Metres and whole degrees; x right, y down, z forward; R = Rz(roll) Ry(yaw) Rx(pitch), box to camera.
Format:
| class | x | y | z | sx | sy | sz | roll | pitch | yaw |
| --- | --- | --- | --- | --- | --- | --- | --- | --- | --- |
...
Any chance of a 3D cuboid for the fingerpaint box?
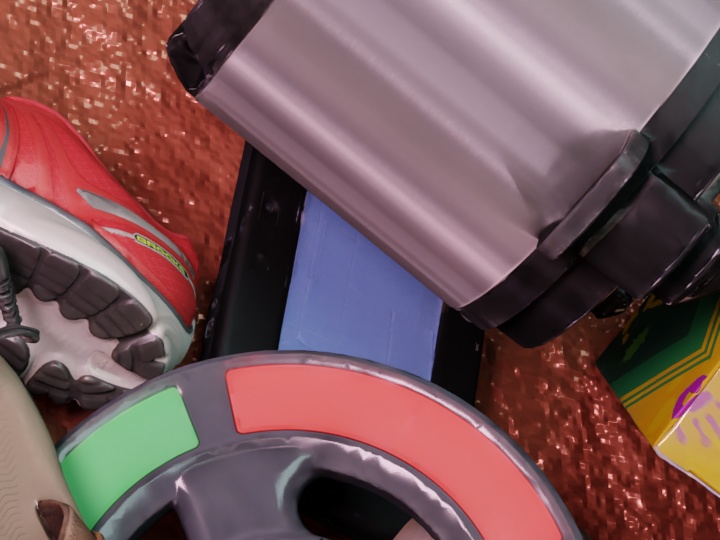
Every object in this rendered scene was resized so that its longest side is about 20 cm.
| class | x | y | z | sx | sy | sz | roll | pitch | yaw |
| --- | --- | --- | --- | --- | --- | --- | --- | --- | --- |
| fingerpaint box | 0.187 | 0.077 | 0.900 | 0.200 | 0.167 | 0.074 | 38 | 95 | -5 |

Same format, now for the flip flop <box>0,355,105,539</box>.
| class | x | y | z | sx | sy | sz | roll | pitch | yaw |
| --- | --- | --- | --- | --- | --- | --- | --- | --- | --- |
| flip flop | -0.100 | 0.092 | 0.759 | 0.081 | 0.058 | 0.201 | -27 | 60 | -7 |

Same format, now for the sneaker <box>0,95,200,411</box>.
| class | x | y | z | sx | sy | sz | roll | pitch | yaw |
| --- | --- | --- | --- | --- | --- | --- | --- | --- | --- |
| sneaker | -0.137 | -0.034 | 0.852 | 0.200 | 0.077 | 0.085 | 40 | 32 | -10 |

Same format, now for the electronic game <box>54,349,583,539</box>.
| class | x | y | z | sx | sy | sz | roll | pitch | yaw |
| --- | --- | --- | --- | --- | --- | --- | --- | --- | --- |
| electronic game | -0.023 | 0.118 | 0.791 | 0.198 | 0.042 | 0.202 | -1 | 65 | 1 |

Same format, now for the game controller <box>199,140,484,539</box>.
| class | x | y | z | sx | sy | sz | roll | pitch | yaw |
| --- | --- | --- | --- | --- | --- | --- | --- | --- | --- |
| game controller | 0.000 | 0.000 | 0.917 | 0.104 | 0.042 | 0.201 | 22 | 55 | -18 |

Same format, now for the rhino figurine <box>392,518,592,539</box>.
| class | x | y | z | sx | sy | sz | roll | pitch | yaw |
| --- | --- | --- | --- | --- | --- | --- | --- | --- | --- |
| rhino figurine | 0.040 | 0.167 | 0.832 | 0.087 | 0.060 | 0.202 | 17 | 63 | -26 |

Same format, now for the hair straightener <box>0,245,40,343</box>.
| class | x | y | z | sx | sy | sz | roll | pitch | yaw |
| --- | --- | --- | --- | --- | --- | --- | --- | --- | --- |
| hair straightener | -0.194 | 0.002 | 0.785 | 0.198 | 0.041 | 0.077 | 16 | 56 | -9 |

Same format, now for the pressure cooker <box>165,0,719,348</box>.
| class | x | y | z | sx | sy | sz | roll | pitch | yaw |
| --- | --- | --- | --- | --- | --- | --- | --- | --- | --- |
| pressure cooker | 0.058 | -0.075 | 0.861 | 0.200 | 0.179 | 0.176 | 39 | 66 | -5 |
